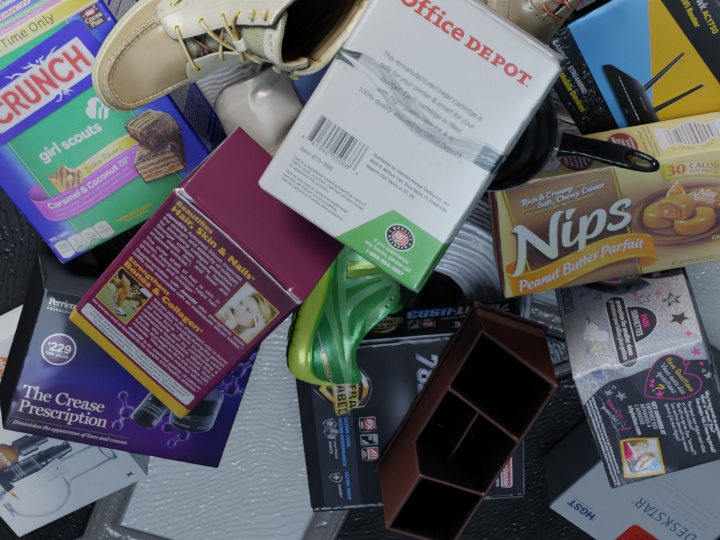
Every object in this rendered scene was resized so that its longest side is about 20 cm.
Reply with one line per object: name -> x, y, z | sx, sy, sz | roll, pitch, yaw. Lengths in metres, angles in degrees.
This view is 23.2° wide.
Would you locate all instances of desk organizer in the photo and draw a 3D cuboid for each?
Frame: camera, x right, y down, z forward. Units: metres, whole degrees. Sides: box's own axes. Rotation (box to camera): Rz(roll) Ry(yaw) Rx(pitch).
desk organizer -> 0.087, 0.133, 1.476 | 0.071, 0.077, 0.201 | 18, 122, -17

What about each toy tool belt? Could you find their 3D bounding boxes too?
toy tool belt -> -0.012, -0.121, 1.407 | 0.198, 0.125, 0.124 | -21, 97, 11

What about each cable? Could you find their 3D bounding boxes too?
cable -> 0.054, 0.017, 1.540 | 0.199, 0.069, 0.200 | 36, 116, -22

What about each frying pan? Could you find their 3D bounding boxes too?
frying pan -> 0.133, -0.120, 1.374 | 0.188, 0.116, 0.031 | -7, 168, -15

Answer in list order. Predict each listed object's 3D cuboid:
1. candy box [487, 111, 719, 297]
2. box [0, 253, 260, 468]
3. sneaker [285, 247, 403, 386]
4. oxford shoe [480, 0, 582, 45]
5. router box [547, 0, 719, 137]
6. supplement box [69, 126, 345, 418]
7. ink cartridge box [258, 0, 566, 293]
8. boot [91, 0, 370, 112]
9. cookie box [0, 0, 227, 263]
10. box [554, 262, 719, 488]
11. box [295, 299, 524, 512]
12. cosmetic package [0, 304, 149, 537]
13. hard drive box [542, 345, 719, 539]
candy box -> 0.205, -0.053, 1.433 | 0.198, 0.056, 0.116 | -9, 127, 0
box -> -0.203, 0.081, 1.543 | 0.198, 0.079, 0.142 | 12, 109, -20
sneaker -> 0.000, 0.000, 1.448 | 0.083, 0.074, 0.202 | 19, 92, -9
oxford shoe -> 0.141, -0.217, 1.326 | 0.070, 0.074, 0.202 | 15, 93, -50
router box -> 0.240, -0.157, 1.425 | 0.148, 0.051, 0.200 | -28, 126, 15
supplement box -> -0.122, 0.004, 1.398 | 0.131, 0.103, 0.200 | 43, 133, -5
ink cartridge box -> 0.041, -0.110, 1.293 | 0.146, 0.083, 0.201 | 35, 104, 2
boot -> -0.098, -0.174, 1.319 | 0.199, 0.155, 0.072 | -36, 123, -12
cookie box -> -0.229, -0.131, 1.434 | 0.170, 0.075, 0.201 | -26, 120, 16
box -> 0.237, 0.060, 1.492 | 0.114, 0.201, 0.133 | -17, 123, 9
box -> 0.045, 0.122, 1.544 | 0.196, 0.050, 0.201 | -3, 128, 1
cosmetic package -> -0.311, 0.140, 1.631 | 0.150, 0.052, 0.201 | -27, 120, 13
hard drive box -> 0.295, 0.176, 1.646 | 0.155, 0.077, 0.200 | 34, 118, -20
